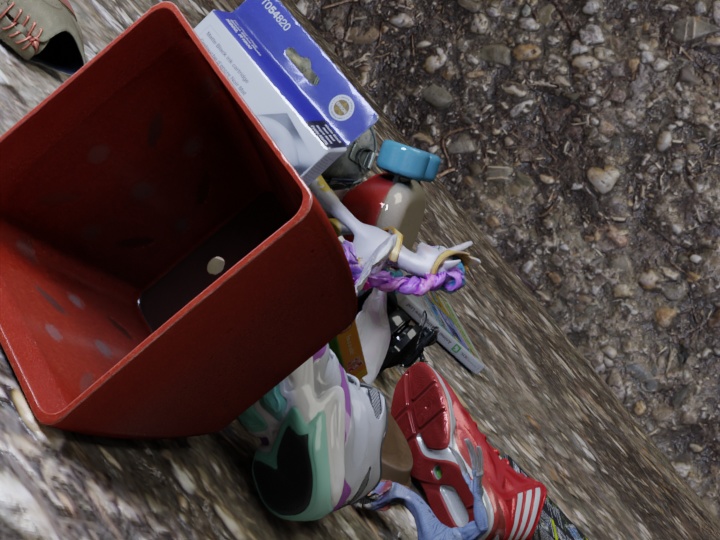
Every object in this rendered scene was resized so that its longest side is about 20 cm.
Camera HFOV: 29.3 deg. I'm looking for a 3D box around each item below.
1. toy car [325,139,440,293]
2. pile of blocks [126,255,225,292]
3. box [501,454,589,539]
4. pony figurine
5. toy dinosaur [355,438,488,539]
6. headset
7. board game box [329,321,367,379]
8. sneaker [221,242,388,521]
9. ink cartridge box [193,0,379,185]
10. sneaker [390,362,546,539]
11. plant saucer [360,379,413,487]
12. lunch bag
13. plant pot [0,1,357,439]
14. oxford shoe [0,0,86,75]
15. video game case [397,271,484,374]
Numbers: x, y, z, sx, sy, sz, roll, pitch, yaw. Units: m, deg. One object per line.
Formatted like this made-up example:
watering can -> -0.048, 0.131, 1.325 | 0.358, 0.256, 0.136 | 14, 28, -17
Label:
toy car -> -0.027, -0.085, 1.692 | 0.199, 0.186, 0.177 | 20, 6, 10
pile of blocks -> -0.105, 0.039, 1.024 | 0.200, 0.082, 0.062 | 44, 16, -14
box -> 0.192, 0.290, 1.409 | 0.160, 0.044, 0.200 | 47, 11, -8
pony figurine -> 0.000, 0.000, 1.383 | 0.199, 0.167, 0.193 | 23, 47, 19
toy dinosaur -> 0.057, 0.239, 1.068 | 0.181, 0.104, 0.202 | -140, -140, -65
headset -> 0.014, 0.064, 1.514 | 0.199, 0.094, 0.124 | 12, 38, -46
board game box -> -0.037, 0.020, 1.167 | 0.096, 0.030, 0.200 | 52, -9, 25
sneaker -> -0.033, 0.080, 1.010 | 0.139, 0.077, 0.202 | 6, 69, -55
ink cartridge box -> -0.116, -0.158, 1.375 | 0.200, 0.200, 0.041 | 49, 7, 15
sneaker -> 0.104, 0.182, 1.307 | 0.115, 0.078, 0.201 | 21, 39, -39
plant saucer -> -0.020, 0.120, 1.218 | 0.200, 0.029, 0.200 | 45, 11, -11
lunch bag -> -0.086, -0.163, 1.536 | 0.167, 0.140, 0.200 | 29, -6, -28
plant pot -> -0.114, -0.007, 0.879 | 0.200, 0.199, 0.176 | 54, 5, 33
oxford shoe -> -0.310, -0.237, 1.250 | 0.075, 0.070, 0.200 | 58, 15, 24
video game case -> 0.088, 0.044, 1.963 | 0.182, 0.022, 0.200 | 42, 11, -28
